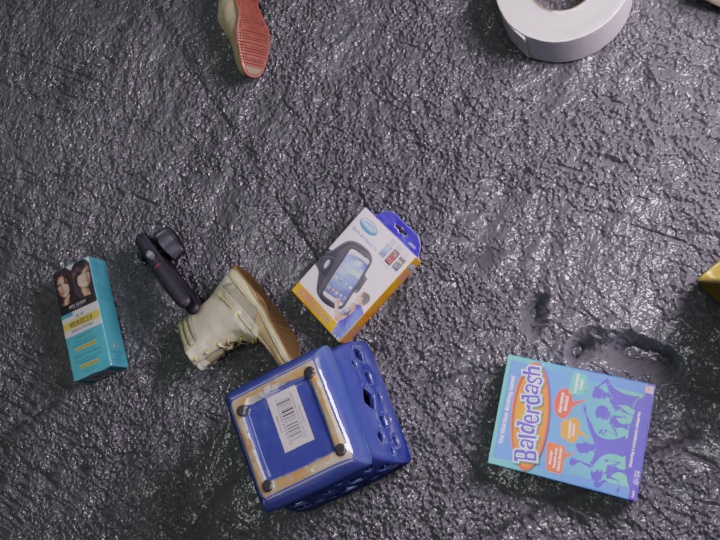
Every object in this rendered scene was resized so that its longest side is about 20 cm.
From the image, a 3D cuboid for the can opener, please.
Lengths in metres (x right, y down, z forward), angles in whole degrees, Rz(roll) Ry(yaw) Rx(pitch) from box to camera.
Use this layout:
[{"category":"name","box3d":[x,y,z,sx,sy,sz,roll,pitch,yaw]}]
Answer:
[{"category":"can opener","box3d":[-0.319,-0.001,1.265,0.079,0.063,0.200,-46,49,10]}]

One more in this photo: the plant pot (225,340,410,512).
[{"category":"plant pot","box3d":[-0.067,0.222,1.093,0.198,0.180,0.202,-27,72,13]}]

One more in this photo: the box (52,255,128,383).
[{"category":"box","box3d":[-0.468,0.085,1.330,0.081,0.049,0.202,-23,73,14]}]

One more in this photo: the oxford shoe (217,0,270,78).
[{"category":"oxford shoe","box3d":[-0.208,-0.422,1.339,0.073,0.070,0.203,-18,73,41]}]

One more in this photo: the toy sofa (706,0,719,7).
[{"category":"toy sofa","box3d":[0.539,-0.467,1.076,0.082,0.098,0.202,24,88,-3]}]

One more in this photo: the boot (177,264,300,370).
[{"category":"boot","box3d":[-0.195,0.111,1.218,0.154,0.072,0.201,-42,64,7]}]

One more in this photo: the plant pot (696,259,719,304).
[{"category":"plant pot","box3d":[0.564,0.029,0.911,0.195,0.194,0.201,-40,84,8]}]

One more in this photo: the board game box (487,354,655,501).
[{"category":"board game box","box3d":[0.285,0.210,1.044,0.197,0.045,0.154,9,83,21]}]

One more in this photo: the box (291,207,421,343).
[{"category":"box","box3d":[0.000,0.000,1.188,0.119,0.041,0.200,44,98,21]}]

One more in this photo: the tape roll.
[{"category":"tape roll","box3d":[0.302,-0.418,1.145,0.200,0.071,0.206,-4,79,18]}]
